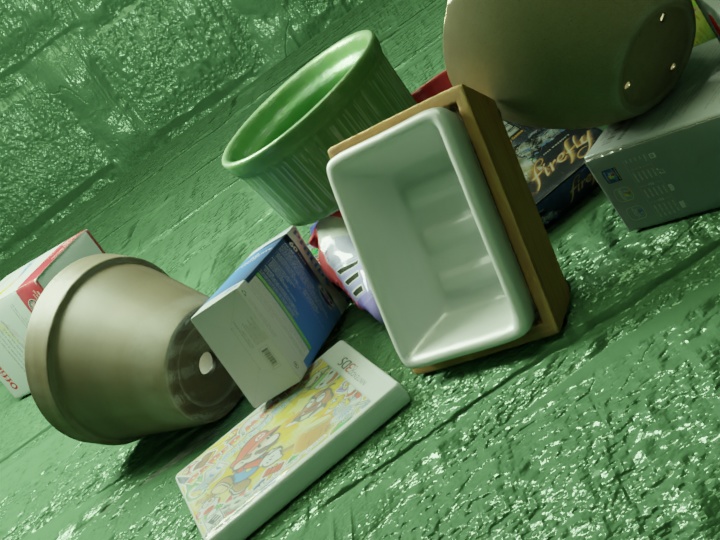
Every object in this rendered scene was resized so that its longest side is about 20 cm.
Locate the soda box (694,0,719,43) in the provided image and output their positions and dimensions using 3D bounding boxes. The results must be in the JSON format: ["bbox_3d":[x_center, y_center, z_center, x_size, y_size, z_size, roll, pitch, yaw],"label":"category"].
[{"bbox_3d":[0.292,-0.178,0.937,0.068,0.064,0.200,-33,17,13],"label":"soda box"}]

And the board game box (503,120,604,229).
[{"bbox_3d":[0.127,-0.074,1.232,0.200,0.035,0.135,-40,39,-9],"label":"board game box"}]

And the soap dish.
[{"bbox_3d":[0.071,-0.031,1.056,0.157,0.202,0.081,-21,1,45],"label":"soap dish"}]

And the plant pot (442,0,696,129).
[{"bbox_3d":[0.180,-0.191,1.038,0.200,0.201,0.134,-41,51,-16],"label":"plant pot"}]

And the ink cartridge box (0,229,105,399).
[{"bbox_3d":[-0.450,0.065,1.925,0.199,0.146,0.145,-24,20,35],"label":"ink cartridge box"}]

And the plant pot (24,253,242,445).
[{"bbox_3d":[-0.209,0.087,1.349,0.172,0.201,0.200,5,40,40],"label":"plant pot"}]

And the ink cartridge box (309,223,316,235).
[{"bbox_3d":[0.013,-0.098,1.606,0.199,0.041,0.200,-36,16,5],"label":"ink cartridge box"}]

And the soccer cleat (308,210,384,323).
[{"bbox_3d":[0.000,0.000,1.282,0.077,0.066,0.201,-50,35,20],"label":"soccer cleat"}]

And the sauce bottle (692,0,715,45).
[{"bbox_3d":[0.293,-0.193,1.248,0.064,0.065,0.200,-22,21,39],"label":"sauce bottle"}]

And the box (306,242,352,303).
[{"bbox_3d":[-0.039,0.002,1.443,0.199,0.038,0.137,-27,20,31],"label":"box"}]

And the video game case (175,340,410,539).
[{"bbox_3d":[-0.064,0.145,1.135,0.199,0.023,0.182,-39,16,-7],"label":"video game case"}]

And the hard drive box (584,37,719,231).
[{"bbox_3d":[0.296,-0.124,1.030,0.199,0.077,0.156,-17,26,50],"label":"hard drive box"}]

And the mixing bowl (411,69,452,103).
[{"bbox_3d":[0.109,-0.137,1.392,0.199,0.109,0.200,-34,17,12],"label":"mixing bowl"}]

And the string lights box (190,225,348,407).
[{"bbox_3d":[-0.081,0.039,1.273,0.059,0.103,0.200,-32,9,20],"label":"string lights box"}]

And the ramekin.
[{"bbox_3d":[-0.034,-0.138,1.335,0.199,0.098,0.200,-37,19,15],"label":"ramekin"}]
